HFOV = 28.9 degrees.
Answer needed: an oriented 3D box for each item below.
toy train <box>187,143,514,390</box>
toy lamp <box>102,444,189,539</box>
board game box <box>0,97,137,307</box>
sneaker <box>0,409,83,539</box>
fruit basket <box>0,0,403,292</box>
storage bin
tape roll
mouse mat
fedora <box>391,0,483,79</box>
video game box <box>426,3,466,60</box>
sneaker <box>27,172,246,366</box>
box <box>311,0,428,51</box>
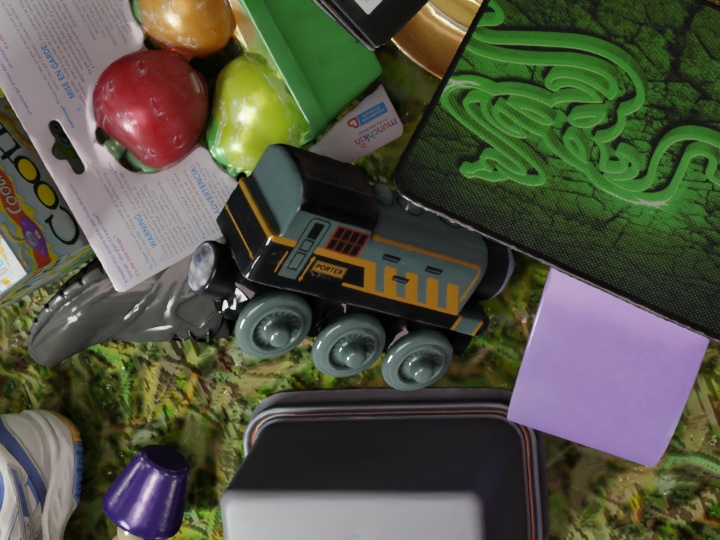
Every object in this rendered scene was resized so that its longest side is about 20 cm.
[{"bbox_3d":[0.000,0.000,0.816,0.200,0.085,0.114,16,120,-34],"label":"toy train"},{"bbox_3d":[-0.169,0.210,0.956,0.058,0.058,0.200,27,109,6],"label":"toy lamp"},{"bbox_3d":[-0.220,-0.036,0.838,0.105,0.200,0.103,-31,93,18],"label":"board game box"},{"bbox_3d":[-0.238,0.194,0.927,0.075,0.088,0.200,-8,81,45],"label":"sneaker"},{"bbox_3d":[-0.100,-0.115,0.820,0.200,0.094,0.185,-30,97,-6],"label":"fruit basket"},{"bbox_3d":[0.009,0.162,0.863,0.200,0.134,0.146,-2,101,14],"label":"storage bin"},{"bbox_3d":[0.149,-0.001,0.760,0.085,0.200,0.200,18,105,9],"label":"tape roll"},{"bbox_3d":[0.135,-0.066,0.673,0.200,0.008,0.161,25,76,11],"label":"mouse mat"},{"bbox_3d":[0.085,-0.183,0.749,0.200,0.082,0.201,3,102,14],"label":"fedora"},{"bbox_3d":[0.121,-0.231,0.797,0.200,0.047,0.183,-11,97,16],"label":"video game box"},{"bbox_3d":[-0.129,0.017,0.898,0.200,0.076,0.091,-32,101,20],"label":"sneaker"},{"bbox_3d":[0.020,-0.230,0.689,0.200,0.164,0.086,-45,128,4],"label":"box"}]
